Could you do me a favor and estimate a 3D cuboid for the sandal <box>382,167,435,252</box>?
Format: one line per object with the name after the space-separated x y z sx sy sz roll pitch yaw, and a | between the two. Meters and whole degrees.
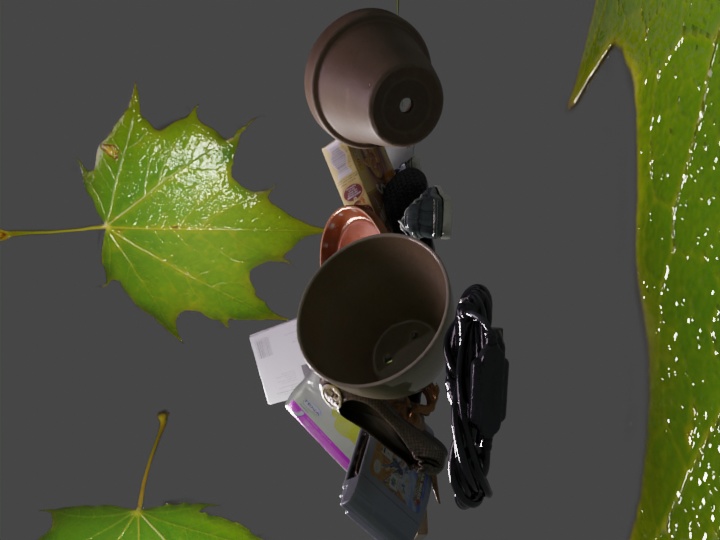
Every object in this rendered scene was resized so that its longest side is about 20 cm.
0.076 -0.078 1.094 0.048 0.074 0.204 67 -163 -48 | sandal

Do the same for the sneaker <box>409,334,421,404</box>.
0.084 0.141 1.088 0.202 0.072 0.082 90 162 -51 | sneaker

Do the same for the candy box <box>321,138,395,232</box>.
0.022 -0.122 1.157 0.115 0.055 0.204 -16 -96 -55 | candy box

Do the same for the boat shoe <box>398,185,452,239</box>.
0.082 -0.077 0.949 0.200 0.060 0.075 -102 12 -82 | boat shoe

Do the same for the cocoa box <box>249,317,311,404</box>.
-0.078 0.145 1.265 0.130 0.198 0.136 -13 -97 -49 | cocoa box

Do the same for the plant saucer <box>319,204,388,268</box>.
0.000 0.000 1.091 0.199 0.032 0.205 18 112 53 | plant saucer

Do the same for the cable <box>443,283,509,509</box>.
0.097 0.118 0.652 0.163 0.049 0.205 -99 8 -80 | cable

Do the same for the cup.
0.037 0.078 0.879 0.144 0.196 0.204 53 -150 -51 | cup

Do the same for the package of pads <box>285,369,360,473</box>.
-0.012 0.233 1.115 0.068 0.200 0.155 -42 -5 -47 | package of pads

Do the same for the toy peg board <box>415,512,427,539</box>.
0.058 0.375 1.254 0.200 0.095 0.204 93 177 -63 | toy peg board

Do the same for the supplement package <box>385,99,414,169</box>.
0.044 -0.235 1.362 0.119 0.114 0.203 -92 2 -49 | supplement package

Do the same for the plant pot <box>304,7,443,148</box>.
0.036 -0.255 1.001 0.175 0.196 0.205 -129 35 -56 | plant pot

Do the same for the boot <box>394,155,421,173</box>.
0.060 -0.146 1.256 0.200 0.088 0.075 95 175 -74 | boot

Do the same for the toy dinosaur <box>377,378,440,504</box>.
0.075 0.214 0.993 0.201 0.106 0.060 53 157 -19 | toy dinosaur

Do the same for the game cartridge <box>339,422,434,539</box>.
0.046 0.273 0.978 0.041 0.133 0.202 -34 23 37 | game cartridge

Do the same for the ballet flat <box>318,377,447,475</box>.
0.024 0.203 0.918 0.047 0.198 0.068 -50 -7 -39 | ballet flat
